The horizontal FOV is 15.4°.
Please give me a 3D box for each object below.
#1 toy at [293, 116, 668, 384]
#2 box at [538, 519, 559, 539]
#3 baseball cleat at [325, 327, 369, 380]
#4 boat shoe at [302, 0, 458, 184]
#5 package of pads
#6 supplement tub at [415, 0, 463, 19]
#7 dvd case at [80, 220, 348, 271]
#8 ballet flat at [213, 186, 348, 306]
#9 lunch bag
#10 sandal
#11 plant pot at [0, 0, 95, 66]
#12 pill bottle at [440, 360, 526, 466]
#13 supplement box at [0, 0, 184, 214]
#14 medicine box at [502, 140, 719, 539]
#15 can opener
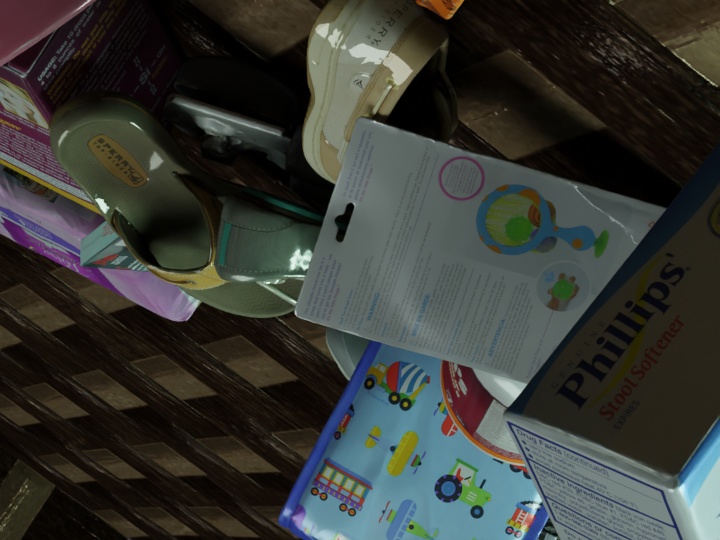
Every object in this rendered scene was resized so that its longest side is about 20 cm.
[{"bbox_3d":[0.078,-0.005,1.373,0.200,0.115,0.047,18,-159,-3],"label":"toy"},{"bbox_3d":[0.103,0.174,1.893,0.158,0.050,0.200,26,-172,25],"label":"box"},{"bbox_3d":[0.073,0.077,1.804,0.200,0.070,0.106,35,146,-3],"label":"baseball cleat"},{"bbox_3d":[0.015,-0.083,1.382,0.069,0.074,0.200,36,165,15],"label":"boat shoe"},{"bbox_3d":[-0.201,-0.045,1.938,0.200,0.076,0.121,25,161,29],"label":"package of pads"},{"bbox_3d":[-0.021,-0.192,1.029,0.200,0.123,0.123,34,165,-3],"label":"supplement tub"},{"bbox_3d":[-0.066,-0.014,1.671,0.200,0.022,0.146,3,172,-15],"label":"dvd case"},{"bbox_3d":[0.000,0.000,1.548,0.200,0.064,0.067,13,-175,-34],"label":"ballet flat"},{"bbox_3d":[0.051,0.122,1.663,0.150,0.200,0.094,29,175,8],"label":"lunch bag"},{"bbox_3d":[-0.104,-0.027,1.541,0.200,0.080,0.054,41,-157,-33],"label":"sandal"},{"bbox_3d":[-0.205,-0.198,1.292,0.179,0.200,0.200,54,159,-14],"label":"plant pot"},{"bbox_3d":[0.108,0.040,1.502,0.110,0.110,0.200,32,165,5],"label":"pill bottle"},{"bbox_3d":[-0.195,-0.134,1.598,0.131,0.103,0.200,27,164,21],"label":"supplement box"},{"bbox_3d":[0.182,0.075,1.269,0.103,0.182,0.200,24,154,36],"label":"medicine box"},{"bbox_3d":[-0.018,-0.077,1.533,0.200,0.067,0.053,17,161,10],"label":"can opener"}]
